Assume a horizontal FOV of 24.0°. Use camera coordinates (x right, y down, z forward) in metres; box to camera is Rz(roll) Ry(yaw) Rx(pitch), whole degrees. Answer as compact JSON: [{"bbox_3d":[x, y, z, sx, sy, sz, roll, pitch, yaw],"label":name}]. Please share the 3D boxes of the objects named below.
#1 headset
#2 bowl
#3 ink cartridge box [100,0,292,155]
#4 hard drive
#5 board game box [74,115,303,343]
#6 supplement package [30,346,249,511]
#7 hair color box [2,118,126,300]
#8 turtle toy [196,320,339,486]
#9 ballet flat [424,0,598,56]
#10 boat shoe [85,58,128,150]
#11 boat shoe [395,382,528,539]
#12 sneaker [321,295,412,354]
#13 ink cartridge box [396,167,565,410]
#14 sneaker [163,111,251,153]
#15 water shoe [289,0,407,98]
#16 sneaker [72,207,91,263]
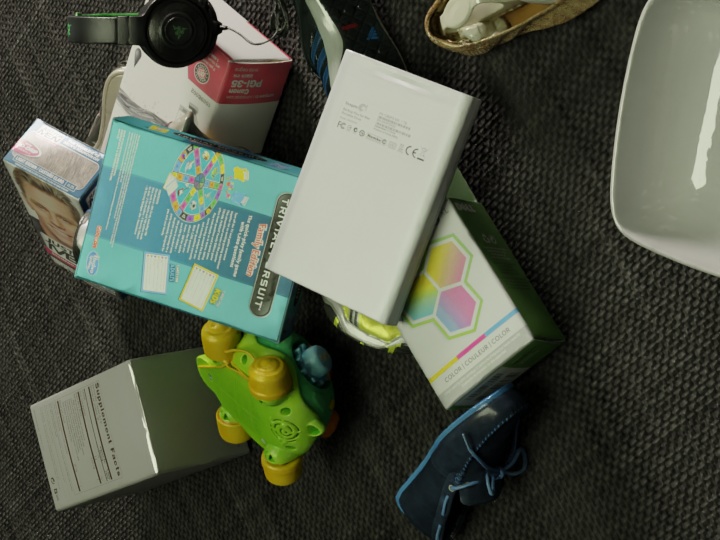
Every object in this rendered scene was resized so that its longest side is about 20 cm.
[{"bbox_3d":[-0.163,-0.231,1.520,0.200,0.124,0.094,2,101,2],"label":"headset"},{"bbox_3d":[0.281,-0.097,1.198,0.200,0.075,0.200,22,113,43],"label":"bowl"},{"bbox_3d":[-0.164,-0.153,1.660,0.147,0.083,0.200,42,124,33],"label":"ink cartridge box"},{"bbox_3d":[0.009,-0.071,1.424,0.132,0.026,0.200,25,99,30],"label":"hard drive"},{"bbox_3d":[-0.141,-0.038,1.518,0.200,0.047,0.151,18,101,9],"label":"board game box"},{"bbox_3d":[-0.230,0.163,1.751,0.200,0.121,0.120,-24,78,46],"label":"supplement package"},{"bbox_3d":[-0.285,-0.058,1.726,0.100,0.061,0.200,27,155,20],"label":"hair color box"},{"bbox_3d":[-0.090,0.097,1.604,0.200,0.101,0.146,37,145,40],"label":"turtle toy"},{"bbox_3d":[0.126,-0.221,1.351,0.200,0.065,0.071,-28,75,45],"label":"ballet flat"},{"bbox_3d":[-0.254,-0.139,1.790,0.067,0.057,0.200,26,125,2],"label":"boat shoe"},{"bbox_3d":[0.101,0.167,1.444,0.069,0.084,0.200,53,147,18],"label":"boat shoe"},{"bbox_3d":[0.000,0.000,1.515,0.200,0.075,0.076,44,126,32],"label":"sneaker"},{"bbox_3d":[0.074,0.007,1.429,0.104,0.059,0.200,-41,66,26],"label":"ink cartridge box"},{"bbox_3d":[-0.114,-0.060,1.578,0.200,0.075,0.090,38,118,-15],"label":"sneaker"},{"bbox_3d":[-0.009,-0.187,1.514,0.079,0.071,0.200,133,123,-66],"label":"water shoe"},{"bbox_3d":[-0.200,-0.015,1.652,0.077,0.200,0.076,13,86,34],"label":"sneaker"}]
